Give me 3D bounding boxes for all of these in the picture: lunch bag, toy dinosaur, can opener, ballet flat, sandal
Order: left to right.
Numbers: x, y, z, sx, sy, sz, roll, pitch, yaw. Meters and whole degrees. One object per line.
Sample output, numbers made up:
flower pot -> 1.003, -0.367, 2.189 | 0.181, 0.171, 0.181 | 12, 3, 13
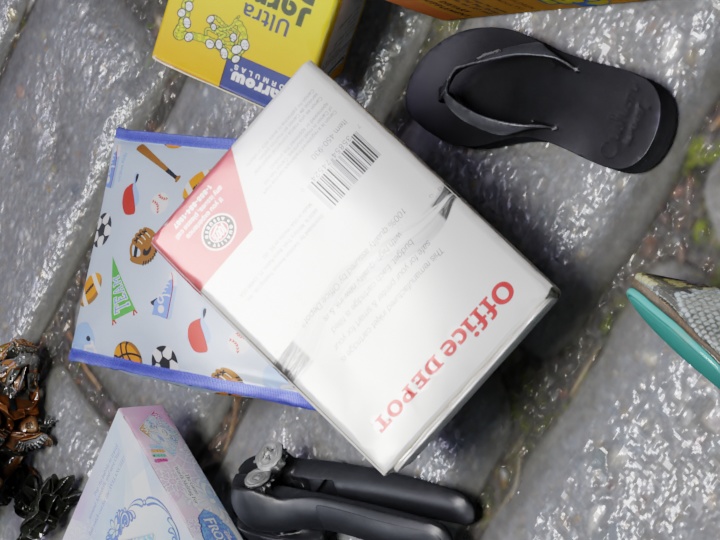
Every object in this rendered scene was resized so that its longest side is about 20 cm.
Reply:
toy dinosaur -> -0.292, 0.162, 1.316 | 0.136, 0.101, 0.202 | 33, 125, 57
lunch bag -> -0.076, 0.002, 1.088 | 0.198, 0.123, 0.172 | 6, 85, 38
can opener -> -0.008, 0.150, 1.055 | 0.198, 0.079, 0.064 | -5, 41, 40
sandal -> 0.101, -0.109, 0.992 | 0.199, 0.043, 0.077 | 14, 93, 44
ballet flat -> 0.221, 0.058, 0.844 | 0.072, 0.072, 0.201 | -55, 51, 22

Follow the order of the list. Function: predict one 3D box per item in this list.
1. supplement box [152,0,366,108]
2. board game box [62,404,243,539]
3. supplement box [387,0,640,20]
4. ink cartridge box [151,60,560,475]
supplement box -> -0.044, -0.219, 1.052 | 0.109, 0.109, 0.202 | 23, 117, 5
board game box -> -0.146, 0.237, 1.152 | 0.199, 0.043, 0.201 | 52, 129, 35
supplement box -> 0.107, -0.196, 0.987 | 0.199, 0.066, 0.070 | 0, 83, 45
ink cartridge box -> 0.000, 0.000, 0.968 | 0.200, 0.083, 0.147 | 44, 95, 10
